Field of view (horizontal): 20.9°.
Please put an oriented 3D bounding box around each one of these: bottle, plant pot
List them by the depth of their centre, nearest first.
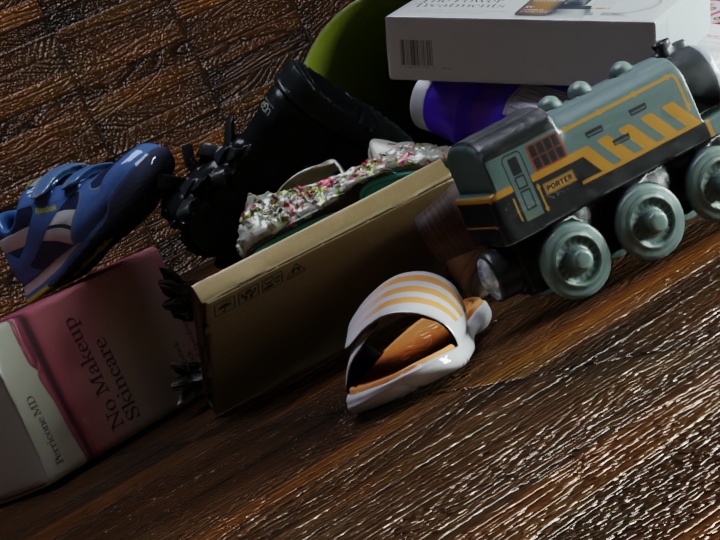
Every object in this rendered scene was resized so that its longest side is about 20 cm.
[{"bbox_3d":[0.125,-0.099,1.391,0.199,0.084,0.065,22,54,35],"label":"bottle"},{"bbox_3d":[0.072,-0.127,1.668,0.186,0.188,0.200,-23,-17,24],"label":"plant pot"}]

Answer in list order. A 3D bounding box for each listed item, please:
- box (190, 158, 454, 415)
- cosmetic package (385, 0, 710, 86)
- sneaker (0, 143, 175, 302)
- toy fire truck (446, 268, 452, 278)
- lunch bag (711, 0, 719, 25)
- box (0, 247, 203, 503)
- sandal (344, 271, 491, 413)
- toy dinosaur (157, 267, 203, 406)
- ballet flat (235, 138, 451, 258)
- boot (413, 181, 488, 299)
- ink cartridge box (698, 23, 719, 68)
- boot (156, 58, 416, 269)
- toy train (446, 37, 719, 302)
[{"bbox_3d":[-0.025,0.015,1.378,0.199,0.021,0.164,-28,-27,-16],"label":"box"},{"bbox_3d":[0.137,-0.177,1.404,0.199,0.052,0.151,4,20,23],"label":"cosmetic package"},{"bbox_3d":[-0.223,-0.051,1.531,0.200,0.083,0.074,-37,-7,37],"label":"sneaker"},{"bbox_3d":[0.157,-0.062,1.559,0.199,0.049,0.141,-22,7,33],"label":"toy fire truck"},{"bbox_3d":[0.316,-0.194,1.655,0.199,0.082,0.176,-11,22,13],"label":"lunch bag"},{"bbox_3d":[-0.231,0.083,1.546,0.109,0.128,0.200,-21,7,43],"label":"box"},{"bbox_3d":[0.028,0.031,1.170,0.079,0.059,0.207,-25,5,14],"label":"sandal"},{"bbox_3d":[-0.078,0.048,1.497,0.135,0.103,0.200,-11,-32,7],"label":"toy dinosaur"},{"bbox_3d":[-0.002,-0.060,1.414,0.199,0.064,0.076,-19,-34,10],"label":"ballet flat"},{"bbox_3d":[0.115,-0.047,1.299,0.146,0.070,0.200,-31,-11,5],"label":"boot"},{"bbox_3d":[0.246,-0.138,1.472,0.199,0.067,0.115,-15,21,-41],"label":"ink cartridge box"},{"bbox_3d":[-0.045,-0.059,1.506,0.163,0.198,0.073,-46,40,16],"label":"boot"},{"bbox_3d":[0.148,-0.060,1.175,0.199,0.115,0.085,-27,10,-14],"label":"toy train"}]
